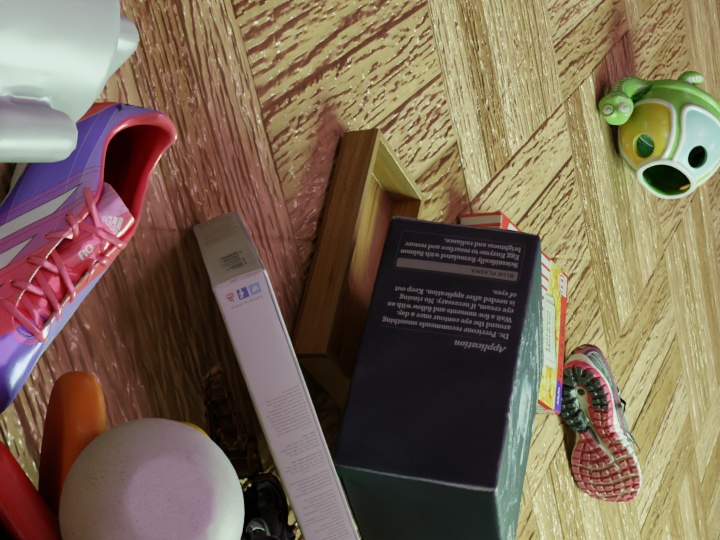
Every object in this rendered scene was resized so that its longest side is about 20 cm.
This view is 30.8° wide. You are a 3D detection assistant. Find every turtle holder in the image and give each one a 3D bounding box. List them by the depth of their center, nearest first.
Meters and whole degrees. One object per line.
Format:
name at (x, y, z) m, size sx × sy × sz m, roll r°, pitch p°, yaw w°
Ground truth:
turtle holder at (0.401, -0.181, 1.709) m, size 0.186 × 0.140 × 0.132 m, roll 56°, pitch 41°, yaw -46°

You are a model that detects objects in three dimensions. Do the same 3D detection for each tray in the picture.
tray at (0.000, 0.000, 1.028) m, size 0.099 × 0.037 × 0.201 m, roll 51°, pitch 43°, yaw -48°

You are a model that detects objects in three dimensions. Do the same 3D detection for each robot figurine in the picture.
robot figurine at (-0.188, -0.117, 0.591) m, size 0.170 × 0.113 × 0.200 m, roll 53°, pitch 22°, yaw 17°

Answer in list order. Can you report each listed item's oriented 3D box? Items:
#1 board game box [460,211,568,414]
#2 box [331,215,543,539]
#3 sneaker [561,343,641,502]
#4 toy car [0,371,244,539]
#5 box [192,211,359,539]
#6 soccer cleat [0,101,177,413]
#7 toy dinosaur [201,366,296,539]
board game box at (0.151, 0.048, 1.300) m, size 0.200 × 0.046 × 0.153 m, roll 34°, pitch 58°, yaw -57°
box at (0.066, 0.101, 0.969) m, size 0.197 × 0.116 × 0.201 m, roll 75°, pitch 25°, yaw -58°
sneaker at (0.281, 0.179, 1.504) m, size 0.075 × 0.080 × 0.201 m, roll -52°, pitch 132°, yaw -54°
toy car at (-0.157, 0.138, 0.602) m, size 0.149 × 0.175 × 0.201 m, roll 33°, pitch 63°, yaw -10°
box at (-0.053, 0.074, 0.823) m, size 0.144 × 0.036 × 0.201 m, roll -126°, pitch -162°, yaw -70°
soccer cleat at (-0.159, -0.010, 0.679) m, size 0.068 × 0.073 × 0.201 m, roll 59°, pitch 39°, yaw -44°
toy dinosaur at (-0.083, 0.164, 0.818) m, size 0.201 × 0.102 × 0.136 m, roll 62°, pitch 12°, yaw -15°
